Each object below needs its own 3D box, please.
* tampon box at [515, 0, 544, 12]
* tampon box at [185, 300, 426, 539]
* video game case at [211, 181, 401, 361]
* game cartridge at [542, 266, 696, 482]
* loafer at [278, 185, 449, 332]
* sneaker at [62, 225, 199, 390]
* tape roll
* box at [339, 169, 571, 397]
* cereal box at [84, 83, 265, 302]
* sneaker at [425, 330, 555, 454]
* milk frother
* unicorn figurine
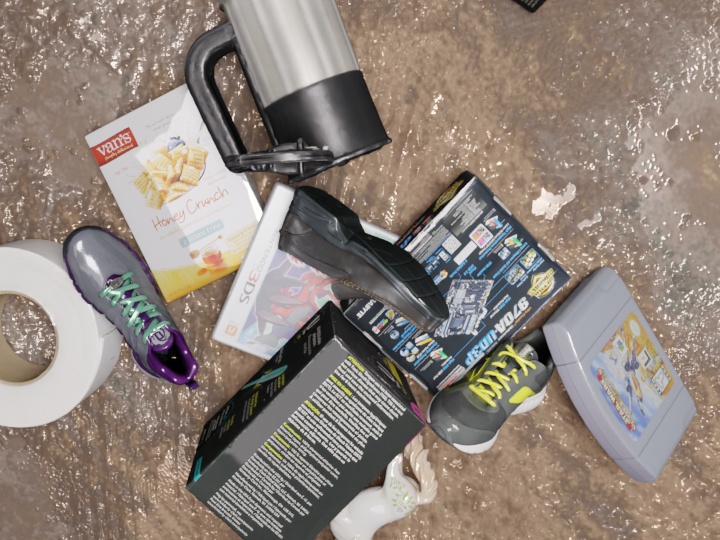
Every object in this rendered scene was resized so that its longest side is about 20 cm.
[{"bbox_3d":[0.137,-0.372,0.663,0.199,0.126,0.151,35,99,-3],"label":"tampon box"},{"bbox_3d":[-0.054,0.156,0.716,0.200,0.150,0.126,-45,101,5],"label":"tampon box"},{"bbox_3d":[-0.037,0.027,0.778,0.198,0.023,0.184,22,100,-14],"label":"video game case"},{"bbox_3d":[0.275,0.113,0.753,0.041,0.133,0.201,-25,101,50],"label":"game cartridge"},{"bbox_3d":[0.000,0.000,0.700,0.200,0.073,0.073,41,111,23],"label":"loafer"},{"bbox_3d":[-0.230,0.039,0.749,0.074,0.087,0.201,-43,124,-24],"label":"sneaker"},{"bbox_3d":[-0.374,0.069,0.800,0.199,0.071,0.205,0,99,3],"label":"tape roll"},{"bbox_3d":[0.100,0.021,0.760,0.159,0.046,0.200,42,97,-16],"label":"box"},{"bbox_3d":[-0.191,-0.086,0.779,0.143,0.040,0.202,-25,97,5],"label":"cereal box"},{"bbox_3d":[0.138,0.112,0.724,0.074,0.199,0.085,36,124,26],"label":"sneaker"},{"bbox_3d":[-0.070,-0.181,0.668,0.179,0.200,0.190,-24,98,-13],"label":"milk frother"},{"bbox_3d":[0.002,0.267,0.807,0.199,0.074,0.138,-37,73,28],"label":"unicorn figurine"}]
